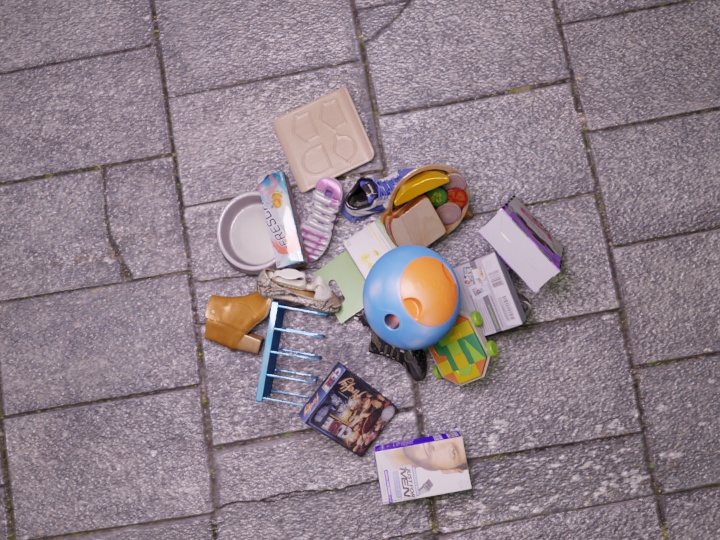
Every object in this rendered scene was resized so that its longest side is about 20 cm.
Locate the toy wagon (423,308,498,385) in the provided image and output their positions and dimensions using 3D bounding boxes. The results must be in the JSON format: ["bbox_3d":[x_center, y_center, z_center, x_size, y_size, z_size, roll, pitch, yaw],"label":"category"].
[{"bbox_3d":[0.195,0.141,1.145,0.153,0.039,0.204,-30,85,34],"label":"toy wagon"}]

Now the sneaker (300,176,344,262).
[{"bbox_3d":[-0.086,-0.116,1.222,0.079,0.089,0.204,25,107,4],"label":"sneaker"}]

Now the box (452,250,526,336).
[{"bbox_3d":[0.235,0.065,1.148,0.197,0.041,0.160,-24,88,34],"label":"box"}]

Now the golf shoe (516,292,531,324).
[{"bbox_3d":[0.284,0.067,1.196,0.196,0.094,0.080,20,115,26],"label":"golf shoe"}]

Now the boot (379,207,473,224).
[{"bbox_3d":[0.149,-0.125,1.216,0.198,0.072,0.145,22,119,-31],"label":"boot"}]

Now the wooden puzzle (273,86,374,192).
[{"bbox_3d":[-0.086,-0.304,1.257,0.196,0.046,0.190,-25,83,4],"label":"wooden puzzle"}]

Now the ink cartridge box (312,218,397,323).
[{"bbox_3d":[0.000,0.000,1.200,0.197,0.048,0.147,-33,67,-2],"label":"ink cartridge box"}]

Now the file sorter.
[{"bbox_3d":[-0.143,0.181,1.162,0.119,0.139,0.207,9,84,-1],"label":"file sorter"}]

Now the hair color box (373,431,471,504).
[{"bbox_3d":[0.133,0.427,1.163,0.194,0.065,0.113,-10,83,-1],"label":"hair color box"}]

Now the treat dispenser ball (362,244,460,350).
[{"bbox_3d":[0.100,0.053,1.063,0.194,0.201,0.208,0,84,2],"label":"treat dispenser ball"}]

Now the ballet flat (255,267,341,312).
[{"bbox_3d":[-0.123,0.038,1.138,0.194,0.069,0.076,15,128,-16],"label":"ballet flat"}]

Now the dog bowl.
[{"bbox_3d":[-0.240,-0.087,1.231,0.193,0.059,0.207,0,83,2],"label":"dog bowl"}]

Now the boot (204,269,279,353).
[{"bbox_3d":[-0.267,0.076,1.197,0.140,0.071,0.207,19,92,0],"label":"boot"}]

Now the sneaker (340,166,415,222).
[{"bbox_3d":[0.046,-0.172,1.201,0.195,0.115,0.083,-23,85,-1],"label":"sneaker"}]

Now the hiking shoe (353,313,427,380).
[{"bbox_3d":[0.071,0.164,1.194,0.100,0.075,0.203,-34,87,28],"label":"hiking shoe"}]

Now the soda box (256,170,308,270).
[{"bbox_3d":[-0.168,-0.106,1.165,0.062,0.068,0.206,-15,84,3],"label":"soda box"}]

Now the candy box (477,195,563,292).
[{"bbox_3d":[0.346,-0.064,1.135,0.168,0.199,0.072,47,117,5],"label":"candy box"}]

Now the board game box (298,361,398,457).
[{"bbox_3d":[-0.021,0.299,1.133,0.136,0.034,0.200,-51,127,-4],"label":"board game box"}]

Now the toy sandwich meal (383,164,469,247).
[{"bbox_3d":[0.142,-0.124,1.125,0.198,0.071,0.210,-6,127,-8],"label":"toy sandwich meal"}]
